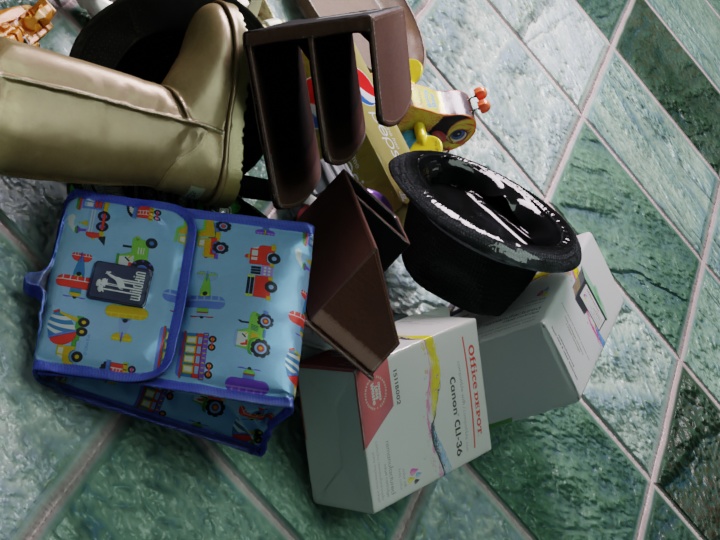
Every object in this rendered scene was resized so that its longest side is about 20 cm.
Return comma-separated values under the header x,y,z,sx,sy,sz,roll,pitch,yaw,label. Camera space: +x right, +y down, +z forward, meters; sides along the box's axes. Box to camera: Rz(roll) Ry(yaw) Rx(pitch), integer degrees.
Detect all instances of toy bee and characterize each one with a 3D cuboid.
x,y,z,sx,sy,sz,roll,pitch,yaw,label
0.071,-0.160,1.696,0.199,0.108,0.132,2,57,-54,toy bee

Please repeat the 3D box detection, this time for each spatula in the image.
x,y,z,sx,sy,sz,roll,pitch,yaw,label
-0.048,-0.059,1.414,0.199,0.020,0.057,14,56,-41,spatula

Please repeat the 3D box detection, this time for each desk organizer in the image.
x,y,z,sx,sy,sz,roll,pitch,yaw,label
-0.004,-0.003,1.304,0.072,0.077,0.200,40,11,-20,desk organizer

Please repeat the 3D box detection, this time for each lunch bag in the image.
x,y,z,sx,sy,sz,roll,pitch,yaw,label
-0.144,0.029,1.207,0.198,0.094,0.152,13,59,-13,lunch bag

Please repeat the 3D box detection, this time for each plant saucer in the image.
x,y,z,sx,sy,sz,roll,pitch,yaw,label
-0.009,-0.276,1.772,0.199,0.032,0.201,34,36,-29,plant saucer

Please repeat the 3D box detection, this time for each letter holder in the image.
x,y,z,sx,sy,sz,roll,pitch,yaw,label
-0.016,-0.129,1.330,0.200,0.099,0.144,-52,135,-77,letter holder

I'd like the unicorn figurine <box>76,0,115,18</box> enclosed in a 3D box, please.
x,y,z,sx,sy,sz,roll,pitch,yaw,label
-0.179,-0.208,1.442,0.138,0.074,0.200,48,15,6,unicorn figurine

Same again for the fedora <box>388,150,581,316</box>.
x,y,z,sx,sy,sz,roll,pitch,yaw,label
0.098,-0.024,1.487,0.199,0.092,0.201,20,23,-9,fedora

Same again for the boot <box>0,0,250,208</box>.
x,y,z,sx,sy,sz,roll,pitch,yaw,label
-0.180,-0.139,1.226,0.198,0.066,0.177,11,63,-29,boot

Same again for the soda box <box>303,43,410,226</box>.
x,y,z,sx,sy,sz,roll,pitch,yaw,label
-0.009,-0.130,1.591,0.064,0.068,0.201,-6,66,-56,soda box

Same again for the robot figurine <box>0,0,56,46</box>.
x,y,z,sx,sy,sz,roll,pitch,yaw,label
-0.308,-0.175,1.227,0.145,0.058,0.200,47,31,-10,robot figurine

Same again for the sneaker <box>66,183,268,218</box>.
x,y,z,sx,sy,sz,roll,pitch,yaw,label
-0.140,-0.054,1.295,0.199,0.085,0.079,23,73,-40,sneaker

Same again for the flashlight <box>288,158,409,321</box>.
x,y,z,sx,sy,sz,roll,pitch,yaw,label
0.000,0.000,1.470,0.201,0.067,0.068,62,-9,21,flashlight

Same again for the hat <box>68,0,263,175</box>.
x,y,z,sx,sy,sz,roll,pitch,yaw,label
-0.162,-0.148,1.356,0.200,0.202,0.081,25,5,-40,hat

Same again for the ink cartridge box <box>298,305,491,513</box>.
x,y,z,sx,sy,sz,roll,pitch,yaw,label
0.042,0.106,1.356,0.199,0.067,0.118,-21,108,-49,ink cartridge box

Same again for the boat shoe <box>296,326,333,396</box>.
x,y,z,sx,sy,sz,roll,pitch,yaw,label
-0.060,0.065,1.340,0.200,0.070,0.072,21,54,-37,boat shoe

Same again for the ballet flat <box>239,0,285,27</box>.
x,y,z,sx,sy,sz,roll,pitch,yaw,label
-0.104,-0.232,1.562,0.075,0.064,0.201,-18,74,-41,ballet flat

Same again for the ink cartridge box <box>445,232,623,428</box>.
x,y,z,sx,sy,sz,roll,pitch,yaw,label
0.144,0.058,1.532,0.085,0.144,0.200,63,29,-14,ink cartridge box
